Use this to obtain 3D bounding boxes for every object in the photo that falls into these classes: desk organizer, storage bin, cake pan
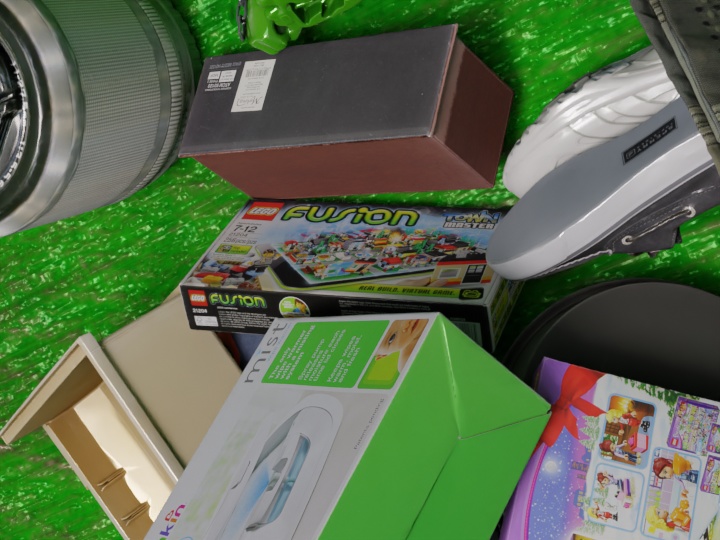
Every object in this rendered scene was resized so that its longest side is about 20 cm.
[{"bbox_3d":[-0.010,-0.092,0.881,0.198,0.077,0.072,0,68,38],"label":"desk organizer"},{"bbox_3d":[-0.130,0.144,0.942,0.201,0.093,0.198,53,139,4],"label":"storage bin"},{"bbox_3d":[0.171,0.094,0.806,0.198,0.037,0.203,1,70,-3],"label":"cake pan"}]

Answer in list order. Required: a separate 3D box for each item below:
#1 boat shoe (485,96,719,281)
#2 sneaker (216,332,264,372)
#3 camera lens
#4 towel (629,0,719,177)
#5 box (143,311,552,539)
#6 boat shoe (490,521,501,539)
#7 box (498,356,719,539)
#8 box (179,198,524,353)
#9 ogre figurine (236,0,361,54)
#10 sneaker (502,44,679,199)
[{"bbox_3d":[0.160,-0.041,0.775,0.199,0.070,0.066,-36,114,27],"label":"boat shoe"},{"bbox_3d":[-0.031,0.108,0.942,0.084,0.075,0.202,-30,83,31],"label":"sneaker"},{"bbox_3d":[-0.206,-0.111,0.891,0.158,0.200,0.162,5,103,21],"label":"camera lens"},{"bbox_3d":[0.239,-0.105,0.695,0.198,0.194,0.035,-3,142,-12],"label":"towel"},{"bbox_3d":[-0.020,0.131,0.756,0.097,0.201,0.176,40,159,-25],"label":"box"},{"bbox_3d":[0.050,0.094,0.907,0.066,0.075,0.200,-30,81,-19],"label":"boat shoe"},{"bbox_3d":[0.139,0.159,0.740,0.135,0.039,0.202,14,70,2],"label":"box"},{"bbox_3d":[0.000,0.000,0.879,0.198,0.110,0.035,3,123,21],"label":"box"},{"bbox_3d":[-0.014,-0.224,0.828,0.097,0.200,0.121,2,61,-13],"label":"ogre figurine"},{"bbox_3d":[0.174,-0.082,0.812,0.199,0.078,0.100,-32,93,26],"label":"sneaker"}]
